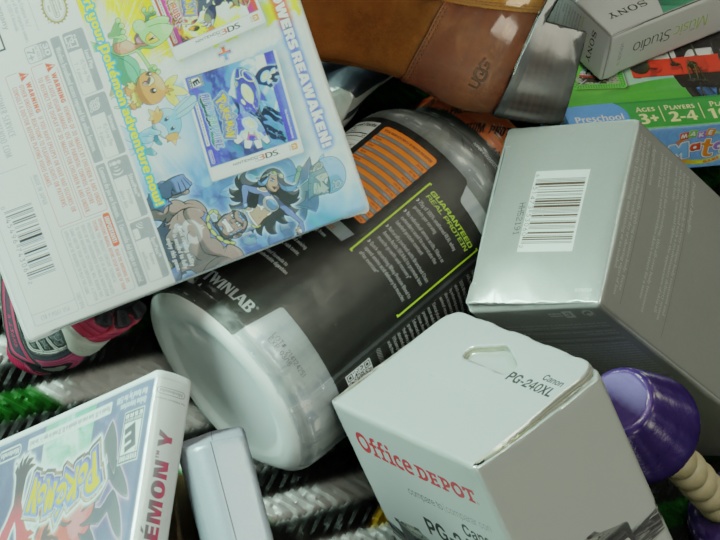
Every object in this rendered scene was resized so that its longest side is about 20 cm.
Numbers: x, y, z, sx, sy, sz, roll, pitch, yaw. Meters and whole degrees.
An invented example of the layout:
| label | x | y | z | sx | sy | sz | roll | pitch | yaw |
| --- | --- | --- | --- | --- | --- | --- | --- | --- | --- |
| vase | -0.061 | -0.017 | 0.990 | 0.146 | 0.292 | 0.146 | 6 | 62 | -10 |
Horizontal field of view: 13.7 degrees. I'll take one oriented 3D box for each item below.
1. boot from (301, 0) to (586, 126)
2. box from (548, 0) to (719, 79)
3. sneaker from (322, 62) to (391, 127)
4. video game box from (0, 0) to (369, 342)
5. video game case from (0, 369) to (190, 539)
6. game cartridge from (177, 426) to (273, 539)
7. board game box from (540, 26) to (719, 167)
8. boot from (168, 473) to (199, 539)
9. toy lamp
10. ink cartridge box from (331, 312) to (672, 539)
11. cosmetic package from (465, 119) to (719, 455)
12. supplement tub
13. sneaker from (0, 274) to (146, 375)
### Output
| label | x | y | z | sx | sy | sz | roll | pitch | yaw |
| --- | --- | --- | --- | --- | --- | --- | --- | --- | --- |
| boot | 0.025 | -0.182 | 1.511 | 0.199 | 0.068 | 0.189 | 14 | 94 | -3 |
| box | 0.128 | -0.195 | 1.643 | 0.144 | 0.036 | 0.200 | -23 | 54 | -29 |
| sneaker | -0.025 | -0.118 | 1.616 | 0.199 | 0.130 | 0.080 | -42 | 95 | 16 |
| video game box | -0.112 | -0.092 | 1.447 | 0.181 | 0.047 | 0.201 | -20 | 105 | -6 |
| video game case | -0.148 | 0.154 | 1.424 | 0.023 | 0.200 | 0.183 | 19 | 67 | -28 |
| game cartridge | -0.054 | 0.147 | 1.449 | 0.041 | 0.200 | 0.134 | -19 | 75 | -4 |
| board game box | 0.153 | -0.135 | 1.639 | 0.150 | 0.037 | 0.201 | -6 | 46 | -16 |
| boot | -0.110 | 0.194 | 1.443 | 0.066 | 0.175 | 0.201 | -9 | 76 | 7 |
| toy lamp | 0.162 | 0.098 | 1.521 | 0.058 | 0.200 | 0.059 | -10 | 65 | 22 |
| ink cartridge box | 0.084 | 0.135 | 1.471 | 0.083 | 0.145 | 0.201 | -34 | 115 | -19 |
| cosmetic package | 0.148 | 0.013 | 1.549 | 0.200 | 0.090 | 0.107 | 41 | 55 | -47 |
| supplement tub | 0.000 | 0.000 | 1.552 | 0.200 | 0.123 | 0.123 | -39 | 84 | -22 |
| sneaker | -0.176 | -0.043 | 1.553 | 0.080 | 0.075 | 0.201 | 12 | 52 | -44 |
